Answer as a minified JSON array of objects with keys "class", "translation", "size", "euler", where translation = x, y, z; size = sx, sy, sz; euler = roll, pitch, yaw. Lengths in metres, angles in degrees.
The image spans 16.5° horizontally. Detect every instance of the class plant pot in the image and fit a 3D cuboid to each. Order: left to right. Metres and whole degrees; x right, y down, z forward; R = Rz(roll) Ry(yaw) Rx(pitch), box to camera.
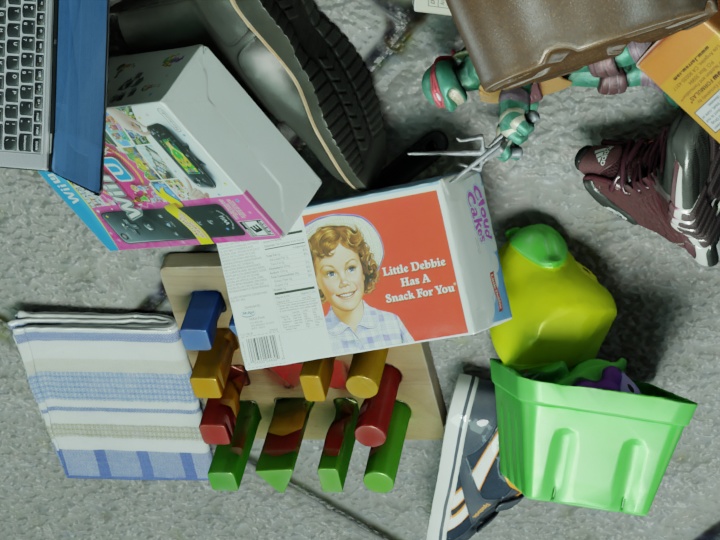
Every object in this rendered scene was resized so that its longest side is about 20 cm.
[{"class":"plant pot","translation":[0.113,-0.222,1.491],"size":[0.200,0.200,0.199],"euler":[-18,90,29]}]

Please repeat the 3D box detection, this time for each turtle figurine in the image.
[{"class":"turtle figurine","translation":[0.117,-0.124,1.702],"size":[0.200,0.150,0.101],"euler":[-12,93,10]}]

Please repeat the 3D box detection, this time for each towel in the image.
[{"class":"towel","translation":[-0.204,0.107,2.083],"size":[0.147,0.024,0.200],"euler":[1,136,11]}]

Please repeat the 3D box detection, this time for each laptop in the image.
[{"class":"laptop","translation":[-0.252,-0.157,1.709],"size":[0.200,0.116,0.188],"euler":[5,99,11]}]

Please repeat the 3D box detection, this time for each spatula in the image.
[{"class":"spatula","translation":[-0.007,-0.048,1.865],"size":[0.200,0.021,0.057],"euler":[-36,79,28]}]

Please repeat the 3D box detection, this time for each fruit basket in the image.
[{"class":"fruit basket","translation":[0.164,0.070,1.862],"size":[0.155,0.216,0.216],"euler":[9,136,-4]}]

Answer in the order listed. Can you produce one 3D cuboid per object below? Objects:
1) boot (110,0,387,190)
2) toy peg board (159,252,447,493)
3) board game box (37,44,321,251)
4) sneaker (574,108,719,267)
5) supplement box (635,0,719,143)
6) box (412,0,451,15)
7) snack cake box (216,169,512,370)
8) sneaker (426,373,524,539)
[{"class":"boot","translation":[-0.079,-0.136,1.784],"size":[0.138,0.077,0.200],"euler":[-14,117,33]},{"class":"toy peg board","translation":[-0.050,0.090,1.971],"size":[0.200,0.098,0.199],"euler":[-1,134,15]},{"class":"board game box","translation":[-0.149,-0.086,1.803],"size":[0.200,0.064,0.148],"euler":[-2,137,47]},{"class":"sneaker","translation":[0.199,-0.070,1.729],"size":[0.115,0.076,0.200],"euler":[24,163,19]},{"class":"supplement box","translation":[0.274,-0.094,1.575],"size":[0.200,0.067,0.069],"euler":[42,131,-1]},{"class":"box","translation":[0.138,-0.215,1.632],"size":[0.200,0.078,0.095],"euler":[9,135,6]},{"class":"snack cake box","translation":[0.000,0.000,1.818],"size":[0.200,0.067,0.115],"euler":[-10,95,30]},{"class":"sneaker","translation":[0.101,0.171,2.024],"size":[0.079,0.079,0.200],"euler":[12,137,4]}]
